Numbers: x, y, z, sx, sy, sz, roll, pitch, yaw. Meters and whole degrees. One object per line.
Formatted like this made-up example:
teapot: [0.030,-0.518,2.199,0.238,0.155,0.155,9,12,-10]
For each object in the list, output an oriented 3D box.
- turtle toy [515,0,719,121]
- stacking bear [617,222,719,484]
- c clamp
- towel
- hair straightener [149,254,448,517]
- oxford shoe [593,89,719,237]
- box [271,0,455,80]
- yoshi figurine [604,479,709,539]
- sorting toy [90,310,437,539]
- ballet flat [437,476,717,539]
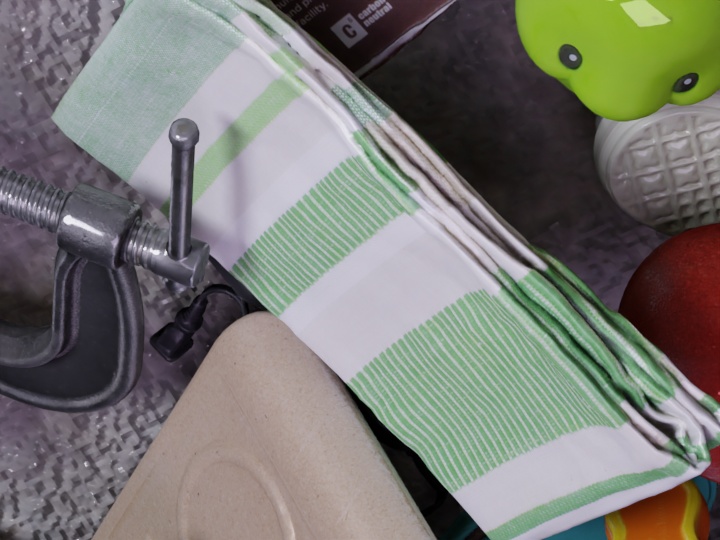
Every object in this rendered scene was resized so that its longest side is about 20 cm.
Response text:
turtle toy: [0.093,-0.141,0.678,0.145,0.101,0.201,11,114,-4]
stacking bear: [0.171,0.010,0.703,0.199,0.122,0.114,-14,128,16]
c clamp: [-0.135,-0.022,0.765,0.199,0.027,0.171,17,145,12]
towel: [0.000,0.000,0.702,0.200,0.023,0.153,42,157,-3]
hair straightener: [-0.029,0.013,0.822,0.077,0.041,0.200,-19,123,26]
oxford shoe: [0.157,-0.025,0.776,0.199,0.058,0.075,21,126,-24]
box: [-0.053,-0.151,0.688,0.075,0.100,0.200,-36,113,21]
yoshi figurine: [0.146,0.148,0.811,0.112,0.112,0.201,-29,118,-21]
sorting toy: [-0.029,0.142,0.814,0.036,0.186,0.200,-6,144,-43]
ballet flat: [0.038,0.111,0.846,0.067,0.071,0.200,34,107,-28]
